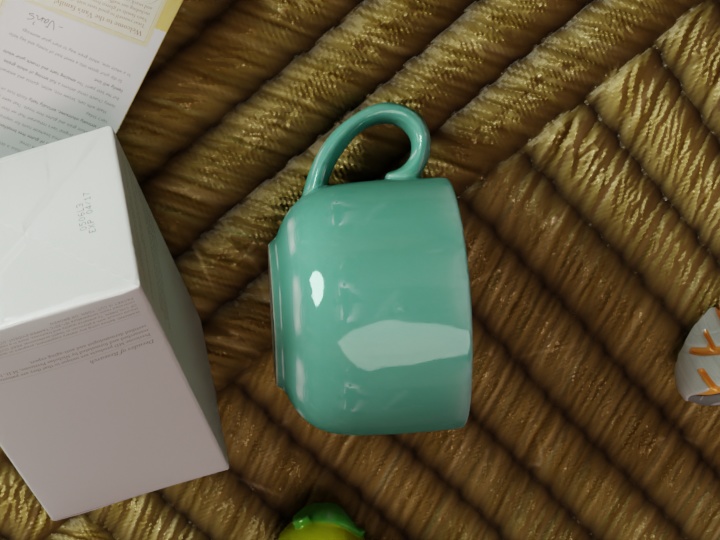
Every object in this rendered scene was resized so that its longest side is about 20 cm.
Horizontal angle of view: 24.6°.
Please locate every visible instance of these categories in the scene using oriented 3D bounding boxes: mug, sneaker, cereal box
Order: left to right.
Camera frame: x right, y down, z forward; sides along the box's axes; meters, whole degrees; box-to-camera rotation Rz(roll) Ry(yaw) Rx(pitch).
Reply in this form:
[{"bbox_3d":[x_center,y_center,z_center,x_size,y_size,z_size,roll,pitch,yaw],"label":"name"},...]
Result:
[{"bbox_3d":[-0.200,-0.123,0.953,0.143,0.040,0.201,23,115,-20],"label":"cereal box"},{"bbox_3d":[0.000,0.010,1.015,0.113,0.186,0.153,-4,145,-4],"label":"mug"},{"bbox_3d":[0.309,0.046,1.120,0.199,0.079,0.077,-25,130,6],"label":"sneaker"}]

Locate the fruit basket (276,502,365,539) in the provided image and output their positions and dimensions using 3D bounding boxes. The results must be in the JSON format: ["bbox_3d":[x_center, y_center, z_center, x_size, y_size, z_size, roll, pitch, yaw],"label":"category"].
[{"bbox_3d":[-0.010,0.268,1.177,0.213,0.156,0.218,-1,79,3],"label":"fruit basket"}]

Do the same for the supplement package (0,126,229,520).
[{"bbox_3d":[-0.164,0.037,0.969,0.119,0.122,0.201,-17,142,1],"label":"supplement package"}]
